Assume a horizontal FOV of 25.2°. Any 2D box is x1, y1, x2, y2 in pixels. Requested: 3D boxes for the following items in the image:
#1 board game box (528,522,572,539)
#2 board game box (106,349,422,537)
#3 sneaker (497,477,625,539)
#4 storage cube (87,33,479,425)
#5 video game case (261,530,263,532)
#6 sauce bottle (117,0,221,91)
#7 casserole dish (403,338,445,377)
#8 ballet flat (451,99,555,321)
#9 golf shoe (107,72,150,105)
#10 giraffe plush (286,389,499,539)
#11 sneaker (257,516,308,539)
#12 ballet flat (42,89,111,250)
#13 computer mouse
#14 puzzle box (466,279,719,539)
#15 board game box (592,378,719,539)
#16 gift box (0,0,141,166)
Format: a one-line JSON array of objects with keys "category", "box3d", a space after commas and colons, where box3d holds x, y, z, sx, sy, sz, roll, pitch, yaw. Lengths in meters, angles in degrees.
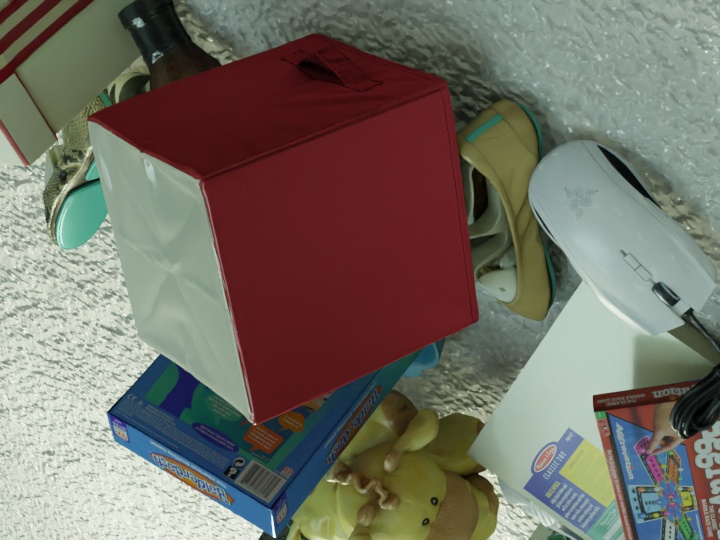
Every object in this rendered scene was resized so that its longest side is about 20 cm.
[{"category": "board game box", "box3d": [0.159, 0.335, 1.362, 0.064, 0.200, 0.148, 0, 131, 48]}, {"category": "board game box", "box3d": [-0.068, 0.082, 1.211, 0.152, 0.200, 0.045, 28, 149, 21]}, {"category": "sneaker", "box3d": [0.202, 0.220, 1.282, 0.199, 0.080, 0.130, 12, 132, 24]}, {"category": "storage cube", "box3d": [-0.051, -0.036, 1.057, 0.171, 0.180, 0.200, 29, 136, 52]}, {"category": "video game case", "box3d": [-0.070, 0.176, 1.410, 0.182, 0.024, 0.200, -15, 120, 51]}, {"category": "sauce bottle", "box3d": [-0.112, -0.111, 1.188, 0.066, 0.066, 0.200, -23, 95, 57]}, {"category": "casserole dish", "box3d": [0.000, 0.000, 1.263, 0.121, 0.039, 0.200, 3, 132, 47]}, {"category": "ballet flat", "box3d": [0.090, -0.030, 1.093, 0.069, 0.063, 0.200, 44, 156, 40]}, {"category": "golf shoe", "box3d": [-0.136, -0.078, 1.298, 0.088, 0.077, 0.200, 33, 153, 55]}, {"category": "giraffe plush", "box3d": [0.028, 0.172, 1.235, 0.200, 0.173, 0.162, 2, 171, -14]}, {"category": "sneaker", "box3d": [-0.009, 0.269, 1.356, 0.200, 0.091, 0.078, 21, 145, 24]}, {"category": "ballet flat", "box3d": [-0.240, -0.096, 1.393, 0.075, 0.068, 0.200, 57, 147, 14]}, {"category": "computer mouse", "box3d": [0.182, 0.005, 1.017, 0.110, 0.044, 0.200, -43, 93, 18]}, {"category": "puzzle box", "box3d": [0.173, 0.103, 1.151, 0.133, 0.025, 0.200, 36, 129, 8]}, {"category": "board game box", "box3d": [0.230, 0.154, 1.125, 0.103, 0.019, 0.200, -10, 130, 12]}, {"category": "gift box", "box3d": [-0.295, -0.180, 1.210, 0.200, 0.187, 0.185, 1, 132, 46]}]
